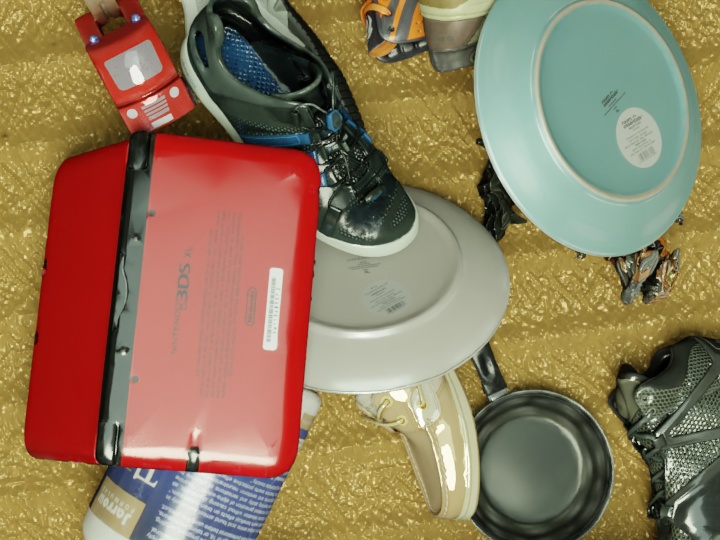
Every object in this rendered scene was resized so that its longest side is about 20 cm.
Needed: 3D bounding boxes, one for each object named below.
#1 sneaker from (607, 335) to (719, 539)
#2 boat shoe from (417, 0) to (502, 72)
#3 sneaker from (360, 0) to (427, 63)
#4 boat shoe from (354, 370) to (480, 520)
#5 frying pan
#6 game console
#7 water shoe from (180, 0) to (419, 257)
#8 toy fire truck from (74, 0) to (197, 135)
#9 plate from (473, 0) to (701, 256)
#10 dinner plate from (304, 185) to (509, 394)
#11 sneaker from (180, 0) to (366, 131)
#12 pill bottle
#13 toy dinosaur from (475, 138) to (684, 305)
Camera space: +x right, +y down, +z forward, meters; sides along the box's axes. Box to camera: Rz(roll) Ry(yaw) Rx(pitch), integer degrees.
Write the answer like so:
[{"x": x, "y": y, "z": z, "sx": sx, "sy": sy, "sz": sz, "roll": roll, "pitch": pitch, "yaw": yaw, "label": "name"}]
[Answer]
[{"x": 0.217, "y": 0.139, "z": 0.875, "sx": 0.114, "sy": 0.076, "sz": 0.200, "roll": 19, "pitch": 83, "yaw": -2, "label": "sneaker"}, {"x": 0.118, "y": -0.182, "z": 0.867, "sx": 0.199, "sy": 0.073, "sz": 0.065, "roll": -16, "pitch": 121, "yaw": -32, "label": "boat shoe"}, {"x": -0.003, "y": -0.212, "z": 0.869, "sx": 0.199, "sy": 0.078, "sz": 0.113, "roll": 10, "pitch": 85, "yaw": -5, "label": "sneaker"}, {"x": 0.027, "y": 0.079, "z": 0.856, "sx": 0.069, "sy": 0.074, "sz": 0.201, "roll": -10, "pitch": 79, "yaw": -23, "label": "boat shoe"}, {"x": 0.096, "y": 0.117, "z": 0.886, "sx": 0.190, "sy": 0.031, "sz": 0.115, "roll": 43, "pitch": 84, "yaw": 2, "label": "frying pan"}, {"x": -0.122, "y": 0.024, "z": 0.784, "sx": 0.171, "sy": 0.119, "sz": 0.201, "roll": 6, "pitch": 81, "yaw": -9, "label": "game console"}, {"x": -0.036, "y": -0.089, "z": 0.788, "sx": 0.200, "sy": 0.079, "sz": 0.072, "roll": 43, "pitch": 66, "yaw": -3, "label": "water shoe"}, {"x": -0.173, "y": -0.179, "z": 0.820, "sx": 0.049, "sy": 0.200, "sz": 0.141, "roll": -29, "pitch": 118, "yaw": -5, "label": "toy fire truck"}, {"x": 0.161, "y": -0.110, "z": 0.817, "sx": 0.199, "sy": 0.026, "sz": 0.201, "roll": 6, "pitch": 78, "yaw": -31, "label": "plate"}, {"x": 0.000, "y": 0.000, "z": 0.821, "sx": 0.199, "sy": 0.024, "sz": 0.201, "roll": -1, "pitch": 45, "yaw": 1, "label": "dinner plate"}, {"x": -0.075, "y": -0.151, "z": 0.870, "sx": 0.088, "sy": 0.074, "sz": 0.200, "roll": -37, "pitch": 89, "yaw": 8, "label": "sneaker"}, {"x": -0.116, "y": 0.149, "z": 0.825, "sx": 0.111, "sy": 0.111, "sz": 0.201, "roll": 26, "pitch": 85, "yaw": -3, "label": "pill bottle"}, {"x": 0.159, "y": -0.070, "z": 0.883, "sx": 0.135, "sy": 0.102, "sz": 0.201, "roll": -9, "pitch": 53, "yaw": -20, "label": "toy dinosaur"}]
